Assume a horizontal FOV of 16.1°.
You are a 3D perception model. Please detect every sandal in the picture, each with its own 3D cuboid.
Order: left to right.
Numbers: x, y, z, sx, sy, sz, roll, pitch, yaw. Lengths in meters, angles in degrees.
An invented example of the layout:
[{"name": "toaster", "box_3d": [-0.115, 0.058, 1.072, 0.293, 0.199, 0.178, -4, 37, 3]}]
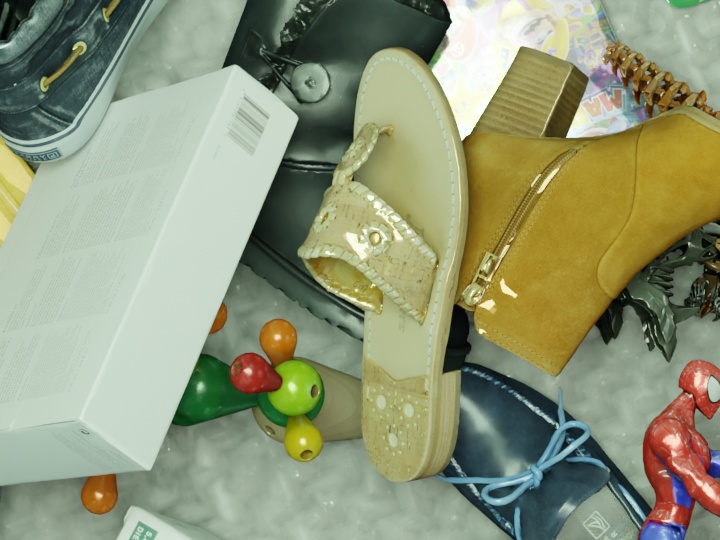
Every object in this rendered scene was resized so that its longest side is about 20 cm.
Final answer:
[{"name": "sandal", "box_3d": [0.004, 0.000, 1.228, 0.069, 0.077, 0.214, -8, 98, -41]}]

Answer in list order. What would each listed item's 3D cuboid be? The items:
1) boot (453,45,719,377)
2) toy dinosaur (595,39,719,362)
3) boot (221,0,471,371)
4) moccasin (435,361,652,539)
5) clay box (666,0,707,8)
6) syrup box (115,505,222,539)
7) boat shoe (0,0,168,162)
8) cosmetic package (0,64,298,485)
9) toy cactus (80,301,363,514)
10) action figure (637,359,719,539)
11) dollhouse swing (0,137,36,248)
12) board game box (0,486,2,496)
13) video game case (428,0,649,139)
[{"name": "boot", "box_3d": [0.128, -0.013, 1.235, 0.200, 0.071, 0.145, 23, 91, 27]}, {"name": "toy dinosaur", "box_3d": [0.178, -0.022, 1.322, 0.135, 0.102, 0.201, -33, 81, -11]}, {"name": "boot", "box_3d": [0.004, -0.064, 1.309, 0.199, 0.076, 0.169, 33, 103, 12]}, {"name": "moccasin", "box_3d": [0.112, 0.118, 1.323, 0.200, 0.068, 0.081, 38, 89, 2]}, {"name": "clay box", "box_3d": [0.237, -0.226, 1.343, 0.199, 0.048, 0.116, -22, 87, -1]}, {"name": "syrup box", "box_3d": [-0.041, 0.201, 1.278, 0.199, 0.081, 0.079, 27, 88, 29]}, {"name": "boat shoe", "box_3d": [-0.141, -0.159, 1.288, 0.070, 0.091, 0.201, 6, 58, 20]}, {"name": "cosmetic package", "box_3d": [-0.125, 0.005, 1.239, 0.052, 0.150, 0.201, 39, 60, -32]}, {"name": "toy cactus", "box_3d": [-0.061, 0.071, 1.294, 0.164, 0.199, 0.103, 10, 71, -36]}, {"name": "action figure", "box_3d": [0.173, 0.148, 1.263, 0.098, 0.065, 0.202, 11, 86, 3]}, {"name": "dollhouse swing", "box_3d": [-0.268, -0.038, 1.292, 0.200, 0.182, 0.176, -38, 69, -1]}, {"name": "board game box", "box_3d": [-0.270, 0.168, 1.319, 0.150, 0.037, 0.202, 9, 105, 1]}, {"name": "video game case", "box_3d": [0.065, -0.110, 1.356, 0.142, 0.018, 0.201, -23, 88, -1]}]
